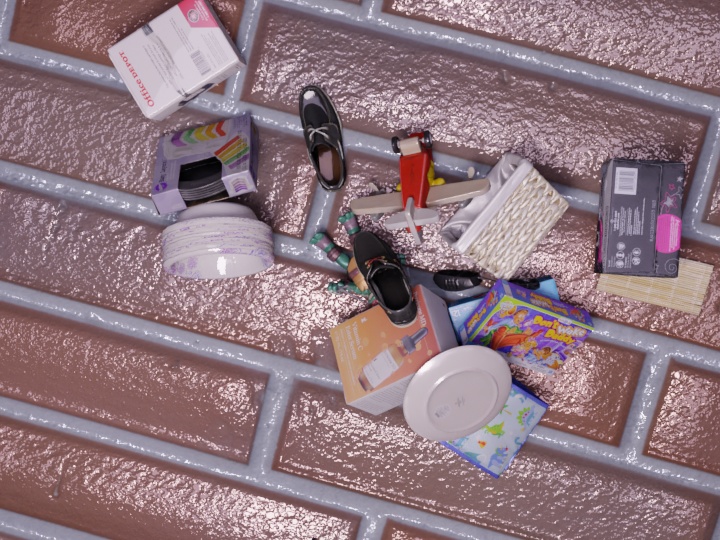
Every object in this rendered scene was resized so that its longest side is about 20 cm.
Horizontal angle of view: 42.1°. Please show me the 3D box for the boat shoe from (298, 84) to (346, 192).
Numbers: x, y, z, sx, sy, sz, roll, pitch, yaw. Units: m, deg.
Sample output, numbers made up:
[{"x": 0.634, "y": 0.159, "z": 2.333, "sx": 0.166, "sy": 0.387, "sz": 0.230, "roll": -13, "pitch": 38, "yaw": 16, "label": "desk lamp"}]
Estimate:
[{"x": -0.068, "y": -0.243, "z": 1.708, "sx": 0.071, "sy": 0.068, "sz": 0.201, "roll": -13, "pitch": 93, "yaw": 7, "label": "boat shoe"}]

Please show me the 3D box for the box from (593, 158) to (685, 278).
[{"x": 0.489, "y": -0.090, "z": 1.653, "sx": 0.131, "sy": 0.115, "sz": 0.202, "roll": 4, "pitch": 89, "yaw": 4, "label": "box"}]

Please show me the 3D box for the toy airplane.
[{"x": 0.106, "y": -0.132, "z": 1.669, "sx": 0.199, "sy": 0.141, "sz": 0.200, "roll": -47, "pitch": 58, "yaw": -5, "label": "toy airplane"}]

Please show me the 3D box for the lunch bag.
[{"x": 0.217, "y": 0.255, "z": 1.707, "sx": 0.199, "sy": 0.127, "sz": 0.171, "roll": 35, "pitch": 97, "yaw": 10, "label": "lunch bag"}]

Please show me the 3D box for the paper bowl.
[{"x": -0.256, "y": -0.055, "z": 1.673, "sx": 0.199, "sy": 0.201, "sz": 0.105, "roll": -8, "pitch": 76, "yaw": 5, "label": "paper bowl"}]

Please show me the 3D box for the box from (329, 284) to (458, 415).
[{"x": 0.065, "y": 0.143, "z": 1.663, "sx": 0.199, "sy": 0.106, "sz": 0.153, "roll": -28, "pitch": 59, "yaw": 21, "label": "box"}]

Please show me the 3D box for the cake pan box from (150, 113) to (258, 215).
[{"x": -0.276, "y": -0.189, "z": 1.669, "sx": 0.183, "sy": 0.201, "sz": 0.052, "roll": -14, "pitch": 130, "yaw": 8, "label": "cake pan box"}]

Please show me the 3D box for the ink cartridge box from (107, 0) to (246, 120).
[{"x": -0.333, "y": -0.386, "z": 1.701, "sx": 0.199, "sy": 0.084, "sz": 0.145, "roll": -31, "pitch": 93, "yaw": 5, "label": "ink cartridge box"}]

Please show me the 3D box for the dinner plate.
[{"x": 0.169, "y": 0.216, "z": 1.591, "sx": 0.199, "sy": 0.024, "sz": 0.201, "roll": -8, "pitch": 121, "yaw": -13, "label": "dinner plate"}]

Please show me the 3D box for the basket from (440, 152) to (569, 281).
[{"x": 0.257, "y": -0.093, "z": 1.662, "sx": 0.123, "sy": 0.136, "sz": 0.200, "roll": 39, "pitch": 97, "yaw": -12, "label": "basket"}]

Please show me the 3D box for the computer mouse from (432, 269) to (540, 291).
[{"x": 0.227, "y": 0.026, "z": 1.695, "sx": 0.199, "sy": 0.059, "sz": 0.034, "roll": 6, "pitch": 104, "yaw": 26, "label": "computer mouse"}]

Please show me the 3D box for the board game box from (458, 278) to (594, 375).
[{"x": 0.294, "y": 0.104, "z": 1.661, "sx": 0.199, "sy": 0.045, "sz": 0.135, "roll": 19, "pitch": 125, "yaw": -23, "label": "board game box"}]

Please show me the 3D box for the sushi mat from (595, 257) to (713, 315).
[{"x": 0.541, "y": 0.014, "z": 1.717, "sx": 0.199, "sy": 0.012, "sz": 0.096, "roll": 14, "pitch": 96, "yaw": 3, "label": "sushi mat"}]

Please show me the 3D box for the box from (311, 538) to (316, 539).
[{"x": -0.128, "y": 0.635, "z": 1.731, "sx": 0.197, "sy": 0.200, "sz": 0.118, "roll": -43, "pitch": 92, "yaw": 6, "label": "box"}]

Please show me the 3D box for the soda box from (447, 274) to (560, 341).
[{"x": 0.264, "y": 0.069, "z": 1.716, "sx": 0.199, "sy": 0.064, "sz": 0.068, "roll": -16, "pitch": 95, "yaw": 6, "label": "soda box"}]

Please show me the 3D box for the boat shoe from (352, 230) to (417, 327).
[{"x": 0.040, "y": 0.003, "z": 1.619, "sx": 0.073, "sy": 0.063, "sz": 0.202, "roll": -25, "pitch": 59, "yaw": -2, "label": "boat shoe"}]

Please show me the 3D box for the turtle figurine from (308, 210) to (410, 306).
[{"x": 0.000, "y": 0.000, "z": 1.710, "sx": 0.149, "sy": 0.101, "sz": 0.201, "roll": -31, "pitch": 76, "yaw": -12, "label": "turtle figurine"}]
